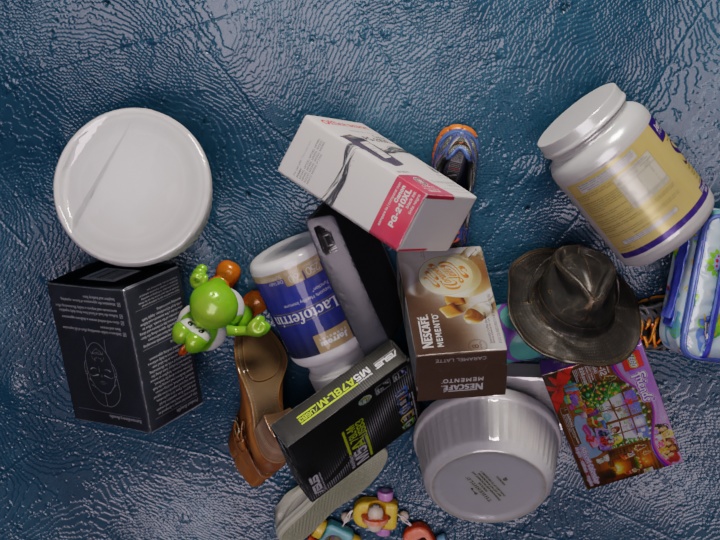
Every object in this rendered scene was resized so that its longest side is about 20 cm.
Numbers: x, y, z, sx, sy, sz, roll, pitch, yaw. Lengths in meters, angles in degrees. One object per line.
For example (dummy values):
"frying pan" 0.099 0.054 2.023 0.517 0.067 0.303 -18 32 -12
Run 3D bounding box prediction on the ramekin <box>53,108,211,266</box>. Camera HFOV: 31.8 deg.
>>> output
"ramekin" -0.282 -0.100 1.621 0.202 0.094 0.203 -1 82 5

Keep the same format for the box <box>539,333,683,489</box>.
"box" 0.334 0.188 1.686 0.137 0.039 0.200 -19 115 12

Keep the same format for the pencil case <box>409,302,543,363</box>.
"pencil case" 0.164 0.095 1.692 0.200 0.092 0.085 -17 74 17

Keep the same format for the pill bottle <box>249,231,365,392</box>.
"pill bottle" -0.057 0.057 1.684 0.116 0.116 0.200 -23 105 9

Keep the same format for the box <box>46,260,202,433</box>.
"box" -0.311 0.098 1.680 0.148 0.107 0.200 5 110 36

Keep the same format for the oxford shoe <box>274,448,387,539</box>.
"oxford shoe" -0.048 0.305 1.787 0.200 0.058 0.075 -41 137 9

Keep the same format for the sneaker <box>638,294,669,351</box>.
"sneaker" 0.367 0.079 1.692 0.200 0.077 0.078 0 105 1

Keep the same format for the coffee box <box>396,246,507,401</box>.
"coffee box" 0.112 0.064 1.592 0.114 0.200 0.080 -4 130 -2

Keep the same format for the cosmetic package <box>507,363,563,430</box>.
"cosmetic package" 0.258 0.172 1.737 0.200 0.051 0.083 1 112 2

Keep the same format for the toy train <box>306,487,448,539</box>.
"toy train" 0.019 0.399 1.813 0.200 0.056 0.150 -22 104 8

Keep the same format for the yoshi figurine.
"yoshi figurine" -0.177 0.044 1.634 0.112 0.200 0.112 1 106 13

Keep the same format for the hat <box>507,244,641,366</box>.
"hat" 0.282 0.025 1.610 0.200 0.201 0.081 17 136 -3

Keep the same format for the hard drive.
"hard drive" 0.000 0.000 1.652 0.042 0.135 0.200 -18 104 23

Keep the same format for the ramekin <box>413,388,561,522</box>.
"ramekin" 0.172 0.256 1.704 0.202 0.094 0.202 2 133 2

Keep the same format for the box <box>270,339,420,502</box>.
"box" -0.014 0.201 1.664 0.193 0.200 0.048 -37 62 -14

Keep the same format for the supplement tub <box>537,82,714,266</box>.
"supplement tub" 0.333 -0.121 1.598 0.145 0.145 0.200 -38 102 12

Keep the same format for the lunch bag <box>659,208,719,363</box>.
"lunch bag" 0.476 0.023 1.639 0.161 0.082 0.200 9 96 -18

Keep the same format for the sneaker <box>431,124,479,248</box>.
"sneaker" 0.112 -0.088 1.652 0.075 0.078 0.200 5 107 2

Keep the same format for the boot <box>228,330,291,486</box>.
"boot" -0.144 0.187 1.744 0.077 0.200 0.155 -11 152 -29

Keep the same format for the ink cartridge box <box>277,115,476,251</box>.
"ink cartridge box" 0.021 -0.108 1.576 0.200 0.145 0.084 35 107 24
